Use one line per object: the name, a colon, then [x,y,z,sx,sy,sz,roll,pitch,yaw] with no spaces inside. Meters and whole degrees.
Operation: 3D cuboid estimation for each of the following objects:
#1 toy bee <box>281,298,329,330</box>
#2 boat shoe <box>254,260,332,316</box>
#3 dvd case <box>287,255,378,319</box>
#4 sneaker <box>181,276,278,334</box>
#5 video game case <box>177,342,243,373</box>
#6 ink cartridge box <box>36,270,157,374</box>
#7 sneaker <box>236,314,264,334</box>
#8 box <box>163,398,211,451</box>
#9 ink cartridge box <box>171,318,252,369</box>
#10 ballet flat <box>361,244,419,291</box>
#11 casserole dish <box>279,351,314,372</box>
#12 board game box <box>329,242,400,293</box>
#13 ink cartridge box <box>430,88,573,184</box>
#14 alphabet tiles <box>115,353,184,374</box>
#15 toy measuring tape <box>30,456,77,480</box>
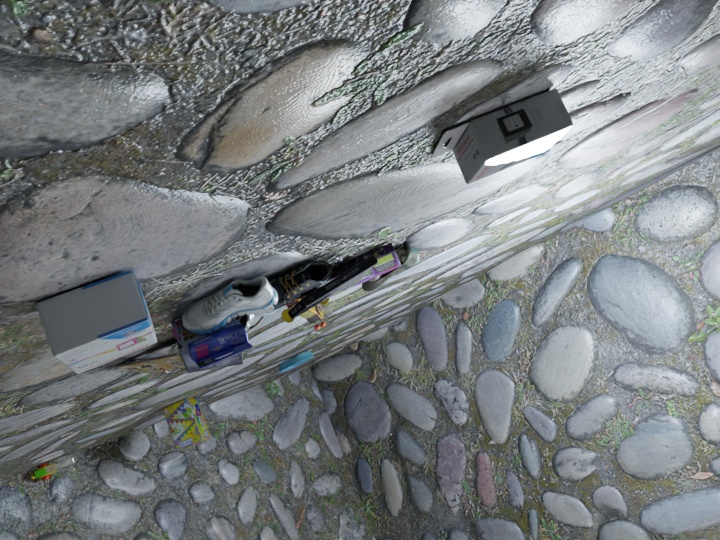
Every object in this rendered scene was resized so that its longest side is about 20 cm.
toy bee: [-0.122,0.090,1.760,0.130,0.111,0.198,-32,167,36]
boat shoe: [-0.149,0.029,1.494,0.198,0.072,0.090,-25,173,-44]
dvd case: [-0.063,0.039,1.594,0.198,0.025,0.150,-32,177,-23]
sneaker: [-0.264,0.057,1.393,0.196,0.076,0.087,-22,149,-7]
video game case: [-0.350,0.197,1.671,0.139,0.019,0.201,-9,157,-11]
ink cartridge box: [-0.400,0.085,1.103,0.142,0.086,0.200,-21,172,-17]
sneaker: [-0.280,0.131,1.692,0.079,0.075,0.199,-18,170,-38]
box: [-0.766,0.681,3.140,0.119,0.197,0.200,-22,171,-4]
ink cartridge box: [-0.305,0.131,1.446,0.117,0.043,0.199,-20,-156,-23]
ballet flat: [0.065,-0.012,1.853,0.198,0.069,0.063,-30,141,30]
casserole dish: [-0.311,0.435,3.400,0.197,0.040,0.120,-29,170,29]
board game box: [0.000,0.000,1.746,0.196,0.033,0.120,-24,155,3]
ink cartridge box: [0.219,-0.202,1.117,0.196,0.068,0.116,-23,171,-10]
alphabet tiles: [-0.474,0.230,1.749,0.195,0.008,0.167,-11,164,11]
toy measuring tape: [-1.354,0.873,3.123,0.196,0.075,0.073,-18,169,-31]
